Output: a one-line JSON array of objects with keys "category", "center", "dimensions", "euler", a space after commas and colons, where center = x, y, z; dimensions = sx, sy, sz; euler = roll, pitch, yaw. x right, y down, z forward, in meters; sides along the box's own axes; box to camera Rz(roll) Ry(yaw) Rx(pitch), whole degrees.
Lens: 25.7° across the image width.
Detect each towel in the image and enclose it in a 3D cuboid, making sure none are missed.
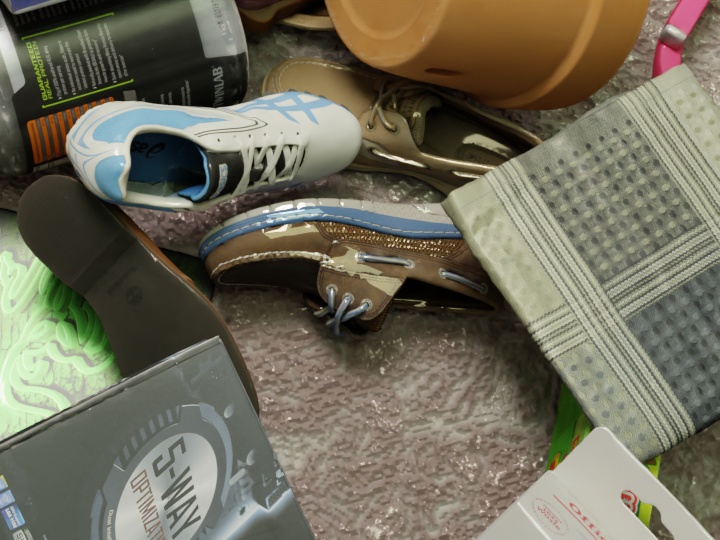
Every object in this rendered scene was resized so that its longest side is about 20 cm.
[{"category": "towel", "center": [0.173, -0.006, 0.941], "dimensions": [0.192, 0.035, 0.201], "euler": [-29, 77, -16]}]

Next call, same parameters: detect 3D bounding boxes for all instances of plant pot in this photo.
[{"category": "plant pot", "center": [0.066, -0.198, 0.997], "dimensions": [0.139, 0.200, 0.201], "euler": [-8, 67, -35]}]

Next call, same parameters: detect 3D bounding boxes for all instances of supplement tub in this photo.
[{"category": "supplement tub", "center": [-0.180, -0.134, 0.995], "dimensions": [0.199, 0.123, 0.123], "euler": [-18, 71, -16]}]

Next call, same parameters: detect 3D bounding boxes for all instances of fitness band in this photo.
[{"category": "fitness band", "center": [0.294, -0.164, 1.130], "dimensions": [0.143, 0.037, 0.201], "euler": [34, 68, 5]}]

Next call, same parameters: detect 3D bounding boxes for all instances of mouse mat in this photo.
[{"category": "mouse mat", "center": [-0.186, 0.065, 0.975], "dimensions": [0.160, 0.008, 0.201], "euler": [14, 65, -3]}]

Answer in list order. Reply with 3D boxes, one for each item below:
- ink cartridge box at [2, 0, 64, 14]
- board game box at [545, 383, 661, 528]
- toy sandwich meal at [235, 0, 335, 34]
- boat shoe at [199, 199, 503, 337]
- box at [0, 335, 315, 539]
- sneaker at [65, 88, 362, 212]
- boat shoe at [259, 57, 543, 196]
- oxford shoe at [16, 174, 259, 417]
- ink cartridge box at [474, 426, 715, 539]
[{"category": "ink cartridge box", "center": [-0.153, -0.233, 0.989], "dimensions": [0.198, 0.041, 0.200], "euler": [-20, 35, -15]}, {"category": "board game box", "center": [0.156, 0.074, 0.973], "dimensions": [0.047, 0.102, 0.201], "euler": [16, 66, -2]}, {"category": "toy sandwich meal", "center": [-0.033, -0.255, 1.097], "dimensions": [0.203, 0.070, 0.207], "euler": [3, 67, -8]}, {"category": "boat shoe", "center": [0.000, 0.000, 0.988], "dimensions": [0.198, 0.072, 0.073], "euler": [-3, 70, -11]}, {"category": "box", "center": [-0.111, 0.162, 0.893], "dimensions": [0.159, 0.043, 0.201], "euler": [-25, 93, -18]}, {"category": "sneaker", "center": [-0.080, -0.067, 0.961], "dimensions": [0.199, 0.072, 0.073], "euler": [-7, 39, -34]}, {"category": "boat shoe", "center": [0.031, -0.101, 1.046], "dimensions": [0.198, 0.065, 0.072], "euler": [19, 66, -1]}, {"category": "oxford shoe", "center": [-0.125, 0.022, 0.966], "dimensions": [0.071, 0.071, 0.201], "euler": [-36, 91, 8]}, {"category": "ink cartridge box", "center": [0.097, 0.196, 0.868], "dimensions": [0.115, 0.068, 0.200], "euler": [46, 112, 11]}]
